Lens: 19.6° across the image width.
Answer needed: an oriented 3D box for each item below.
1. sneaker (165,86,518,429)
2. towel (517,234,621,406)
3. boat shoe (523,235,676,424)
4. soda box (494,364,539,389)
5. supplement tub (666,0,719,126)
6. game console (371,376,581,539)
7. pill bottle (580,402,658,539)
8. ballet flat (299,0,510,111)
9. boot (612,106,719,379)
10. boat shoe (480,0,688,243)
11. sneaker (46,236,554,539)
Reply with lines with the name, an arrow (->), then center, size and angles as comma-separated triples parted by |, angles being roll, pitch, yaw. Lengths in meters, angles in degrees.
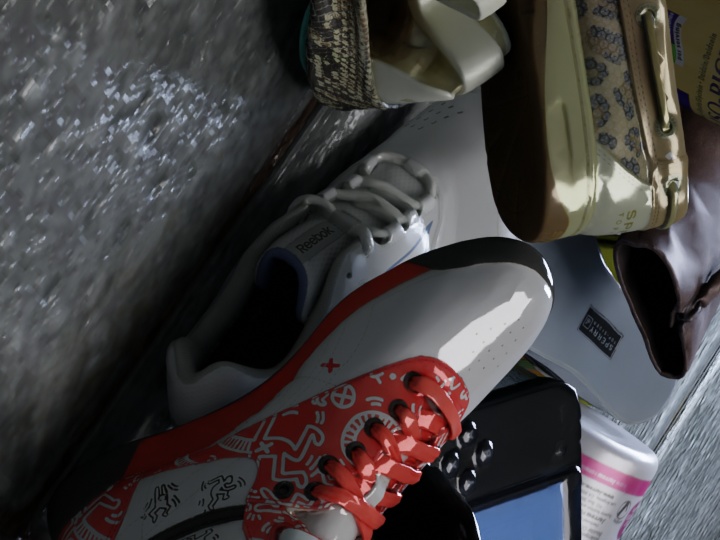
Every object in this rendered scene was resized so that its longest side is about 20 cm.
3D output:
sneaker -> 0.000, 0.000, 0.786 | 0.200, 0.074, 0.087 | -52, 155, -24
towel -> 0.122, 0.026, 1.119 | 0.200, 0.086, 0.018 | 79, 21, -63
boat shoe -> 0.084, 0.006, 1.002 | 0.199, 0.068, 0.074 | 37, 79, -46
soda box -> 0.018, 0.084, 0.963 | 0.200, 0.064, 0.068 | -17, 134, -63
supplement tub -> 0.184, -0.124, 0.867 | 0.145, 0.200, 0.145 | -50, 158, -28
game console -> 0.062, 0.159, 0.802 | 0.176, 0.116, 0.200 | -12, 106, -43
pill bottle -> 0.065, 0.159, 1.117 | 0.200, 0.113, 0.113 | -61, 161, 5
ballet flat -> 0.015, -0.097, 0.668 | 0.068, 0.075, 0.200 | -47, 158, -20
boot -> 0.167, -0.016, 1.003 | 0.166, 0.072, 0.200 | -65, 150, -29
boat shoe -> 0.075, -0.111, 0.706 | 0.073, 0.063, 0.200 | -161, -111, -73
sneaker -> -0.007, 0.077, 0.700 | 0.201, 0.108, 0.067 | -30, 133, 4
